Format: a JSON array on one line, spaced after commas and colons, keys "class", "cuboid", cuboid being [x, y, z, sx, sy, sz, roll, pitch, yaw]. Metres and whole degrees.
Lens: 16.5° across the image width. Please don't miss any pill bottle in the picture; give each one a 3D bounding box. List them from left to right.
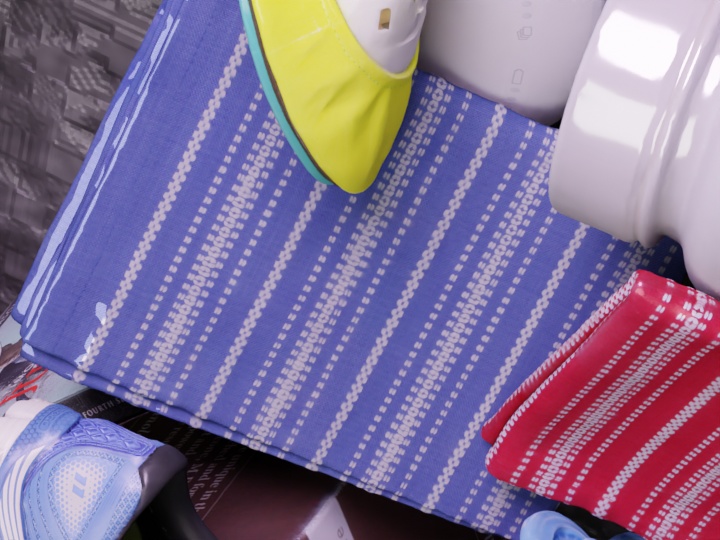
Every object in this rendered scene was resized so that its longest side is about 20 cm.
[{"class": "pill bottle", "cuboid": [0.164, -0.027, 0.732, 0.200, 0.114, 0.114, 22, 129, 14]}]

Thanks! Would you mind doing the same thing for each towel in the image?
[{"class": "towel", "cuboid": [0.000, 0.000, 0.827, 0.200, 0.024, 0.145, 23, 108, -14]}, {"class": "towel", "cuboid": [0.147, 0.076, 0.785, 0.200, 0.023, 0.145, 27, 150, -6]}]

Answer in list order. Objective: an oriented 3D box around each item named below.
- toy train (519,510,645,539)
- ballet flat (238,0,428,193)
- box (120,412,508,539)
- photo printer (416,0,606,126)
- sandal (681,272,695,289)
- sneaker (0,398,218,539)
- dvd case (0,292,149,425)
[{"class": "toy train", "cuboid": [0.095, 0.154, 0.861, 0.087, 0.200, 0.114, -40, 56, 27]}, {"class": "ballet flat", "cuboid": [-0.012, -0.111, 0.723, 0.067, 0.067, 0.200, -10, 119, 23]}, {"class": "box", "cuboid": [-0.048, 0.135, 0.996, 0.200, 0.164, 0.166, -5, 117, 31]}, {"class": "photo printer", "cuboid": [-0.003, -0.135, 0.810, 0.200, 0.069, 0.166, 28, 152, 20]}, {"class": "sandal", "cuboid": [0.114, -0.005, 0.876, 0.201, 0.057, 0.080, 3, 124, 8]}, {"class": "sneaker", "cuboid": [-0.075, 0.141, 0.856, 0.089, 0.079, 0.200, 6, 122, 29]}, {"class": "dvd case", "cuboid": [-0.098, 0.024, 0.962, 0.200, 0.146, 0.022, -25, 110, 39]}]
